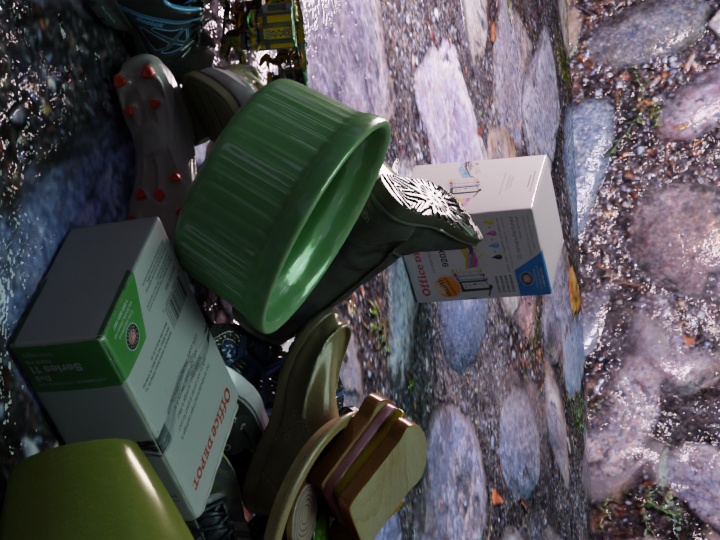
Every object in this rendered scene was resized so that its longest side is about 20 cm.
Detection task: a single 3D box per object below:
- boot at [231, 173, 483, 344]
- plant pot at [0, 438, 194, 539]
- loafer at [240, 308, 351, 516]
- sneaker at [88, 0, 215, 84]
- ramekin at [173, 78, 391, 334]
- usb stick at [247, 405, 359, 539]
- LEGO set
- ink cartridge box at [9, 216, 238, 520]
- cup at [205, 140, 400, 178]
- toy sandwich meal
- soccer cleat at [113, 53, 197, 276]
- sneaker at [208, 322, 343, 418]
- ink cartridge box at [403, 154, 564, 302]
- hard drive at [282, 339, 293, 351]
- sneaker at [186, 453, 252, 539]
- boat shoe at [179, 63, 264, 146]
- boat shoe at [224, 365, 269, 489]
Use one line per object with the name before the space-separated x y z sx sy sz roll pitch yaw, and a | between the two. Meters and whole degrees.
boot | 0.000 -0.001 1.390 0.181 0.200 0.073 16 34 -49
plant pot | -0.180 0.226 1.016 0.187 0.186 0.201 34 37 -67
loafer | -0.044 0.135 1.352 0.201 0.067 0.076 -71 160 -1
sneaker | -0.165 -0.220 1.301 0.200 0.081 0.074 36 49 -68
ramekin | -0.067 -0.058 1.205 0.201 0.097 0.200 -57 171 -14
usb stick | -0.062 0.209 1.402 0.200 0.033 0.056 -49 173 -22
LEGO set | -0.116 -0.237 1.416 0.200 0.115 0.155 72 13 -79
ink cartridge box | -0.178 0.082 1.165 0.147 0.083 0.201 -74 151 -49
cup | -0.072 -0.079 1.417 0.144 0.200 0.200 58 12 17
toy sandwich meal | -0.012 0.213 1.310 0.205 0.070 0.206 -48 149 -41
soccer cleat | -0.168 -0.088 1.281 0.078 0.069 0.201 -5 86 -75
sneaker | -0.101 0.108 1.416 0.200 0.077 0.076 32 51 -46
ink cartridge box | 0.168 -0.057 2.073 0.145 0.199 0.148 -68 147 -51
hard drive | -0.060 0.157 1.592 0.132 0.027 0.201 -53 135 -64
sneaker | -0.117 0.238 1.271 0.081 0.074 0.201 33 -37 59
boat shoe | -0.114 -0.151 1.296 0.075 0.068 0.200 66 -14 -13
boat shoe | -0.127 0.146 1.342 0.200 0.070 0.067 69 36 -55
